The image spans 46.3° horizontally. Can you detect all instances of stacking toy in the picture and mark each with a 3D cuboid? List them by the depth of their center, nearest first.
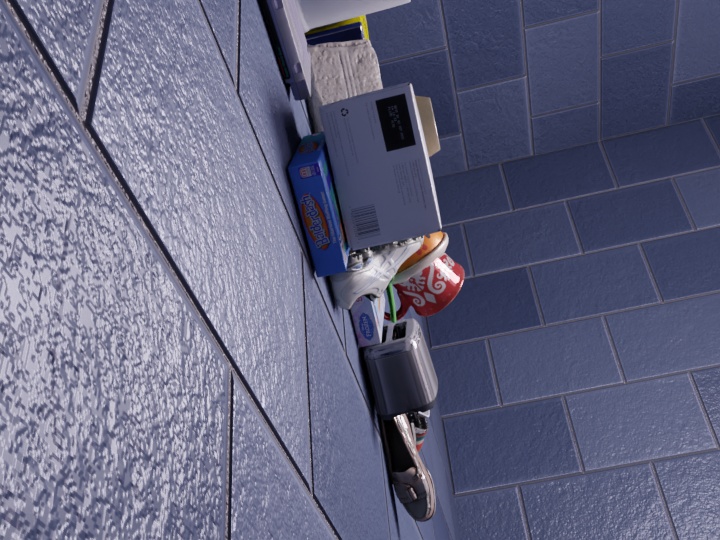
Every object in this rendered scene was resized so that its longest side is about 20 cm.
[{"bbox_3d":[0.043,-0.089,1.422,0.201,0.145,0.146,57,12,-12],"label":"stacking toy"}]

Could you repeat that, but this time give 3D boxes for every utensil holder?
[{"bbox_3d":[-0.028,-0.503,1.400,0.170,0.197,0.172,-12,90,-84],"label":"utensil holder"}]

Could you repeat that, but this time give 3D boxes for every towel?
[{"bbox_3d":[-0.023,-0.276,1.386,0.034,0.131,0.203,171,-92,-69],"label":"towel"}]

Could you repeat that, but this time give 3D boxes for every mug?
[{"bbox_3d":[0.086,-0.005,1.673,0.200,0.133,0.179,43,64,-25],"label":"mug"}]

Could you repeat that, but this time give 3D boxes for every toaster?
[{"bbox_3d":[0.066,0.168,1.450,0.200,0.112,0.131,-66,140,-75],"label":"toaster"}]

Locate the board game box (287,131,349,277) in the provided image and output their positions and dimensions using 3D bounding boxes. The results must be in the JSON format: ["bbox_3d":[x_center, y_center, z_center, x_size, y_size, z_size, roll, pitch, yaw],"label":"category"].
[{"bbox_3d":[-0.051,-0.098,1.171,0.200,0.044,0.154,-82,159,-70],"label":"board game box"}]

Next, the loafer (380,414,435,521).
[{"bbox_3d":[0.073,0.335,1.460,0.063,0.071,0.202,23,48,-62],"label":"loafer"}]

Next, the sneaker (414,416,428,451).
[{"bbox_3d":[0.081,0.290,1.625,0.200,0.069,0.094,-106,-152,-66],"label":"sneaker"}]

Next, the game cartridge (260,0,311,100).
[{"bbox_3d":[-0.109,-0.355,1.183,0.131,0.038,0.201,-88,166,-48],"label":"game cartridge"}]

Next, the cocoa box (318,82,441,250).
[{"bbox_3d":[0.030,-0.146,1.178,0.131,0.132,0.203,-73,150,-79],"label":"cocoa box"}]

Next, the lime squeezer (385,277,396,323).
[{"bbox_3d":[0.026,0.007,1.349,0.200,0.037,0.071,48,51,-44],"label":"lime squeezer"}]

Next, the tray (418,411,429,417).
[{"bbox_3d":[0.079,0.217,1.624,0.022,0.106,0.200,-61,-172,19],"label":"tray"}]

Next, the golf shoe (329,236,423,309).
[{"bbox_3d":[0.022,-0.006,1.281,0.199,0.078,0.099,-22,118,-42],"label":"golf shoe"}]

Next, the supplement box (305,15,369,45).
[{"bbox_3d":[-0.043,-0.434,1.541,0.201,0.108,0.110,-95,171,-46],"label":"supplement box"}]

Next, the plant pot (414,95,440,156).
[{"bbox_3d":[0.037,-0.237,1.498,0.187,0.197,0.190,-11,90,-83],"label":"plant pot"}]

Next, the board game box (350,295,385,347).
[{"bbox_3d":[0.000,0.000,1.455,0.200,0.041,0.202,-78,156,-72],"label":"board game box"}]
